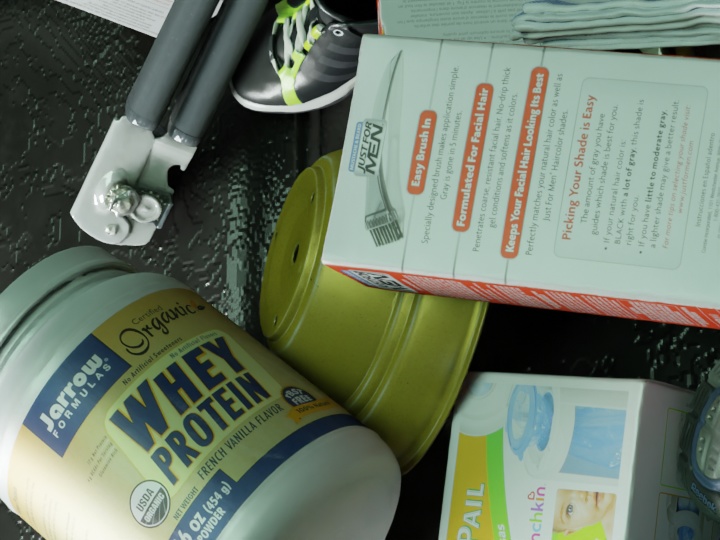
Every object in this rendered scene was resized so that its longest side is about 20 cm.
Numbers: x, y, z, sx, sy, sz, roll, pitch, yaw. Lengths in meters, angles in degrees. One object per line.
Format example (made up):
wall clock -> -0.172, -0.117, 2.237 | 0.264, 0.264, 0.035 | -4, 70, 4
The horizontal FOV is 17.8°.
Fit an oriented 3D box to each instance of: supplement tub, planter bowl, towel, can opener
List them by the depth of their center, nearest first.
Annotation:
towel -> 0.176, -0.162, 1.098 | 0.147, 0.200, 0.024 | 3, 126, 39
supplement tub -> -0.095, 0.091, 1.147 | 0.200, 0.144, 0.145 | 36, 103, 24
planter bowl -> 0.000, 0.000, 1.184 | 0.200, 0.083, 0.201 | -165, 90, -76
can opener -> -0.113, -0.101, 1.351 | 0.200, 0.052, 0.067 | -61, 22, 25

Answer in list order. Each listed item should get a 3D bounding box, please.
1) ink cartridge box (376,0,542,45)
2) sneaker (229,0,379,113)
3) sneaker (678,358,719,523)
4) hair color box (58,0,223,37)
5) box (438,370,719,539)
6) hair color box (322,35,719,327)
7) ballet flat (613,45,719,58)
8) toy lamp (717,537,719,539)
ink cartridge box -> 0.062, -0.146, 1.180 | 0.109, 0.050, 0.201 | -3, 68, 0
sneaker -> -0.009, -0.149, 1.289 | 0.200, 0.083, 0.072 | -21, 67, 34
sneaker -> 0.216, 0.026, 1.068 | 0.074, 0.087, 0.201 | 33, 105, 58
hair color box -> -0.080, -0.212, 1.343 | 0.200, 0.111, 0.064 | -23, 67, 32
box -> 0.106, 0.156, 1.114 | 0.112, 0.101, 0.201 | 0, 80, 39
hair color box -> 0.092, -0.040, 1.048 | 0.199, 0.064, 0.111 | 7, 81, 21
ballet flat -> 0.150, -0.109, 1.163 | 0.067, 0.064, 0.201 | -30, 62, 43
toy lamp -> 0.247, 0.156, 1.031 | 0.200, 0.058, 0.058 | 11, 87, 41
